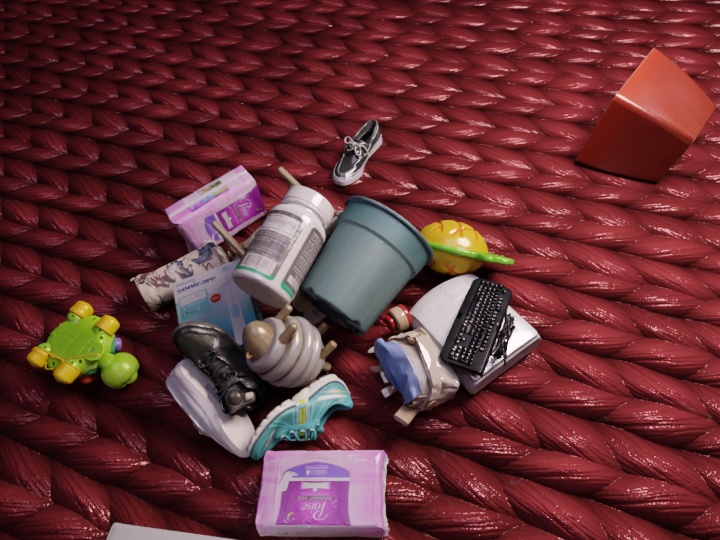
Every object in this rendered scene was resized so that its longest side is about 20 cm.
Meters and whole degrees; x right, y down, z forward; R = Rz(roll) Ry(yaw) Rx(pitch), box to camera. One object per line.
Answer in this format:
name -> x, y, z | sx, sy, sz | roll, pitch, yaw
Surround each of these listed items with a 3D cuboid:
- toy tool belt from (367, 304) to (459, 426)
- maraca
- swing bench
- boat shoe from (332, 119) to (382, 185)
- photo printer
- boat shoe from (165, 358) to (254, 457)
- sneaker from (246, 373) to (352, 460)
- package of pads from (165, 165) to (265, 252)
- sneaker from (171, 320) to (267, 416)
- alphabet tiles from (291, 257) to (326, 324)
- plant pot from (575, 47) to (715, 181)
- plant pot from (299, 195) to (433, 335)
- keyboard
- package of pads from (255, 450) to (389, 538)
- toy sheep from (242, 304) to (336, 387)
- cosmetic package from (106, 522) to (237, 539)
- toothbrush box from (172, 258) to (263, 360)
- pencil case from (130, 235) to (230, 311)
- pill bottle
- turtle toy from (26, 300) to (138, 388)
toy tool belt -> 0.070, 0.158, 0.886 | 0.123, 0.125, 0.200 | -24, 57, -17
maraca -> 0.199, -0.039, 1.008 | 0.200, 0.137, 0.107 | 16, 102, 27
swing bench -> -0.161, -0.072, 1.069 | 0.200, 0.130, 0.199 | 39, 70, 24
boat shoe -> -0.007, -0.293, 1.253 | 0.073, 0.068, 0.199 | 26, 62, 24
photo printer -> 0.197, 0.104, 0.938 | 0.166, 0.070, 0.200 | -32, 56, -17
boat shoe -> -0.262, 0.247, 0.884 | 0.068, 0.072, 0.200 | -42, 92, 22
sneaker -> -0.101, 0.255, 0.869 | 0.200, 0.078, 0.080 | -33, 67, -21
package of pads -> -0.315, -0.130, 1.139 | 0.200, 0.121, 0.076 | -35, 58, -16
sneaker -> -0.232, 0.167, 0.864 | 0.076, 0.199, 0.114 | -40, 25, 2
alphabet tiles -> -0.062, 0.018, 1.072 | 0.195, 0.015, 0.200 | -38, 58, -18
plant pot -> 0.627, -0.314, 1.113 | 0.176, 0.200, 0.200 | 37, 66, 16
plant pot -> 0.000, 0.000, 0.956 | 0.200, 0.200, 0.196 | 29, 74, 25
keyboard -> 0.216, 0.086, 0.873 | 0.104, 0.040, 0.200 | 20, 51, 15
package of pads -> -0.055, 0.347, 0.796 | 0.199, 0.076, 0.121 | -3, 53, 6
toy sheep -> -0.121, 0.140, 0.892 | 0.138, 0.200, 0.138 | -31, 42, 32
cosmetic package -> -0.241, 0.454, 0.691 | 0.199, 0.165, 0.165 | 4, 55, 9
toothbrush box -> -0.271, 0.095, 1.003 | 0.146, 0.085, 0.200 | -20, 53, -5
pencil case -> -0.376, 0.008, 1.082 | 0.200, 0.078, 0.090 | -28, 82, -11
pill bottle -> -0.131, -0.044, 0.911 | 0.113, 0.113, 0.200 | 19, 66, 20
turtle toy -> -0.515, 0.159, 0.981 | 0.200, 0.101, 0.146 | 21, 60, 21
